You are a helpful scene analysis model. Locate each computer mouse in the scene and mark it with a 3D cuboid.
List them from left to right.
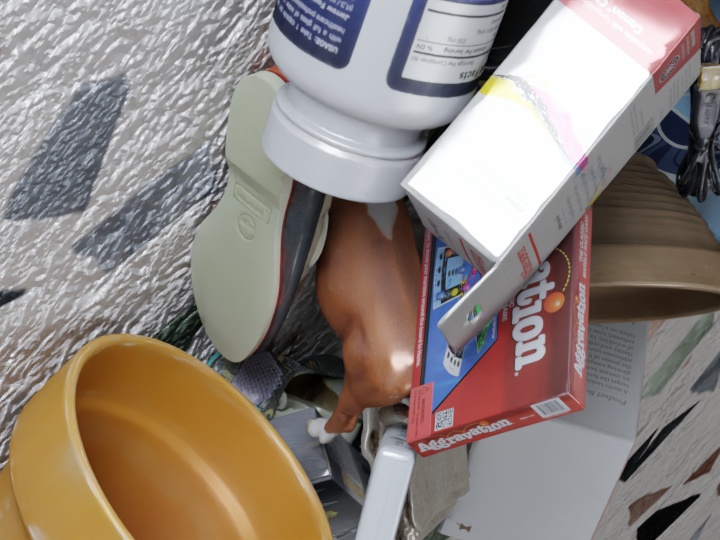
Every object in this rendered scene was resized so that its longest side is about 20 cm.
[{"bbox_3d":[0.253,-0.134,1.456,0.200,0.044,0.110,-38,135,-35],"label":"computer mouse"}]

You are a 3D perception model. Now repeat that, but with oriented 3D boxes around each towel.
[{"bbox_3d":[0.034,0.069,1.533,0.132,0.034,0.202,-28,116,-69],"label":"towel"}]

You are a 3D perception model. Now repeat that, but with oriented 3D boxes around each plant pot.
[{"bbox_3d":[-0.145,0.169,1.325,0.183,0.201,0.200,-40,163,24],"label":"plant pot"},{"bbox_3d":[0.136,-0.022,1.479,0.201,0.199,0.094,20,69,-67],"label":"plant pot"}]

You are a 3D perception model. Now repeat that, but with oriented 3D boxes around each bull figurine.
[{"bbox_3d":[0.000,0.000,1.367,0.065,0.201,0.122,5,149,-25],"label":"bull figurine"}]

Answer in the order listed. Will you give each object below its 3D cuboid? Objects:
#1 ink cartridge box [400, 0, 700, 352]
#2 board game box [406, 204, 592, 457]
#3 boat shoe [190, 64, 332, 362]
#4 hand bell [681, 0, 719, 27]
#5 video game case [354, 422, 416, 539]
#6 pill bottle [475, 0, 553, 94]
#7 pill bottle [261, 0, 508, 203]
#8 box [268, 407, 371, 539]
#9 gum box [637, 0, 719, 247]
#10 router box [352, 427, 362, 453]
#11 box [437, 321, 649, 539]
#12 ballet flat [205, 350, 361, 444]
[{"bbox_3d":[0.087,-0.058,1.211,0.200,0.067,0.116,-50,168,-3],"label":"ink cartridge box"},{"bbox_3d":[0.078,0.000,1.288,0.102,0.201,0.019,-19,137,30],"label":"board game box"},{"bbox_3d":[-0.046,-0.033,1.320,0.062,0.071,0.201,-24,141,-39],"label":"boat shoe"},{"bbox_3d":[0.198,-0.171,1.437,0.104,0.104,0.201,-41,138,-19],"label":"hand bell"},{"bbox_3d":[-0.003,0.189,1.331,0.182,0.023,0.202,-18,123,-88],"label":"video game case"},{"bbox_3d":[0.104,-0.138,1.377,0.112,0.112,0.200,-50,158,1],"label":"pill bottle"},{"bbox_3d":[0.018,-0.140,1.176,0.111,0.111,0.201,-16,133,-54],"label":"pill bottle"},{"bbox_3d":[-0.072,0.155,1.504,0.157,0.049,0.200,-18,160,7],"label":"box"},{"bbox_3d":[0.236,-0.109,1.558,0.170,0.200,0.045,-43,158,-16],"label":"gum box"},{"bbox_3d":[-0.049,0.207,1.718,0.200,0.051,0.150,-31,151,-42],"label":"router box"},{"bbox_3d":[0.135,0.081,1.681,0.153,0.105,0.201,107,-2,-46],"label":"box"},{"bbox_3d":[-0.038,0.092,1.534,0.072,0.072,0.200,-53,158,10],"label":"ballet flat"}]
